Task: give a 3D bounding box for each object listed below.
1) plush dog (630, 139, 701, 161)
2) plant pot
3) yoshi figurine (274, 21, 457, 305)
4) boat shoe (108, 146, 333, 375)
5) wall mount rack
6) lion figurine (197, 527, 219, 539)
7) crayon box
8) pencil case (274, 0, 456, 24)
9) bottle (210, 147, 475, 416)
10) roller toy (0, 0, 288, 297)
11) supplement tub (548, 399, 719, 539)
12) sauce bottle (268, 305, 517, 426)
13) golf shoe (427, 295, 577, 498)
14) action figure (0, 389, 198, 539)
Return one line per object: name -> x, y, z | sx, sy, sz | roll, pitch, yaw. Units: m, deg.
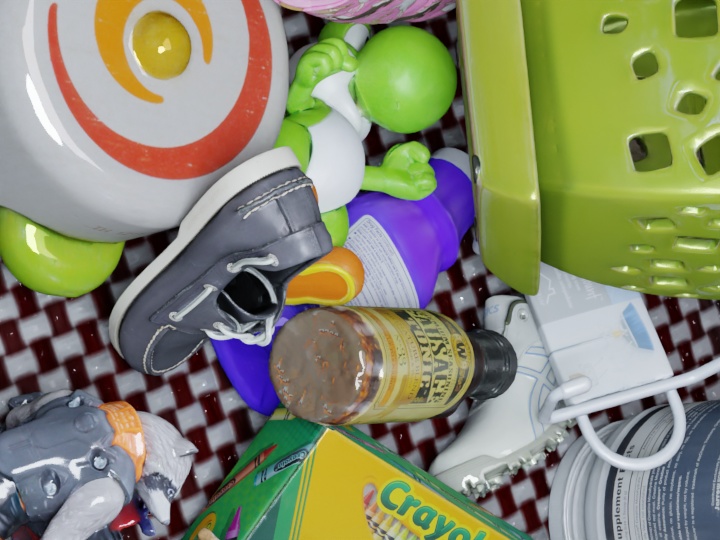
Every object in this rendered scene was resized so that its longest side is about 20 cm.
plush dog -> 0.236, -0.106, 1.614 | 0.160, 0.172, 0.200 | 22, 69, -36
plant pot -> 0.146, -0.094, 1.413 | 0.181, 0.200, 0.199 | -5, 73, 1
yoshi figurine -> -0.003, -0.077, 1.424 | 0.112, 0.112, 0.200 | 24, 43, -6
boat shoe -> -0.072, 0.013, 1.326 | 0.073, 0.200, 0.063 | -25, 74, -36
wall mount rack -> 0.167, 0.008, 1.511 | 0.174, 0.075, 0.200 | -16, 69, -13
lion figurine -> -0.077, 0.198, 1.286 | 0.122, 0.200, 0.072 | -46, 114, -24
crayon box -> 0.008, 0.165, 1.428 | 0.200, 0.058, 0.119 | 34, 94, -31
pencil case -> 0.007, -0.179, 1.386 | 0.083, 0.086, 0.200 | 62, 18, 6
bottle -> 0.000, 0.000, 1.473 | 0.200, 0.065, 0.084 | -43, 117, -35
roller toy -> -0.136, -0.108, 1.328 | 0.182, 0.140, 0.200 | -42, 109, -36
supplement tub -> 0.225, 0.147, 1.549 | 0.140, 0.200, 0.140 | 7, 79, -38
sauce bottle -> 0.025, 0.050, 1.410 | 0.200, 0.066, 0.066 | -1, 84, -61
golf shoe -> 0.090, 0.067, 1.547 | 0.200, 0.078, 0.097 | -36, 90, -43
action figure -> -0.161, 0.127, 1.255 | 0.193, 0.105, 0.200 | -21, 56, -25
